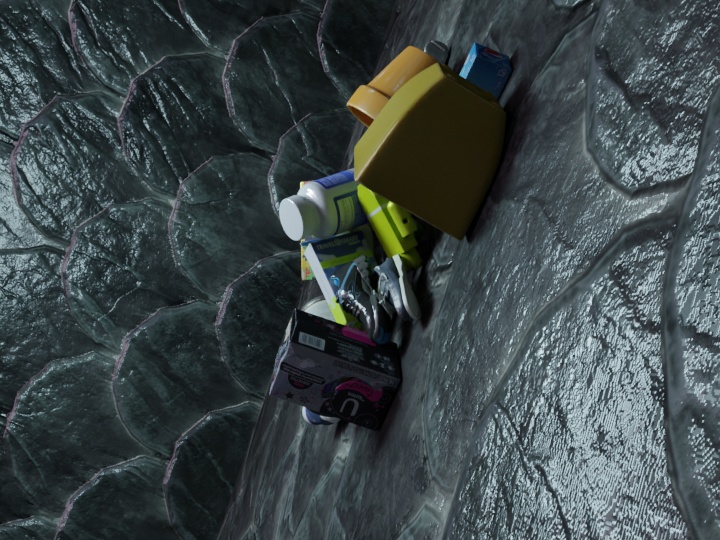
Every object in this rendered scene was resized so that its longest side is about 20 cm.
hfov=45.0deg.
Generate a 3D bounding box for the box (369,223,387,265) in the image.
[{"bbox_3d":[0.018,-0.049,1.862,0.162,0.049,0.202,122,141,-47],"label":"box"}]

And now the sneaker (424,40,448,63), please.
[{"bbox_3d":[0.161,-0.448,2.045,0.081,0.070,0.202,106,-176,-55],"label":"sneaker"}]

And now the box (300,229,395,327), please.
[{"bbox_3d":[-0.023,0.008,1.676,0.201,0.121,0.048,64,149,19],"label":"box"}]

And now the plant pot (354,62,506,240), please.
[{"bbox_3d":[0.120,-0.205,1.361,0.201,0.194,0.195,-58,12,20],"label":"plant pot"}]

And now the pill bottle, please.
[{"bbox_3d":[-0.054,-0.125,1.679,0.112,0.199,0.113,32,133,43],"label":"pill bottle"}]

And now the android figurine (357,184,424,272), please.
[{"bbox_3d":[0.052,-0.090,1.594,0.041,0.201,0.182,-27,-1,-12],"label":"android figurine"}]

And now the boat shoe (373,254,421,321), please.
[{"bbox_3d":[0.057,0.034,1.489,0.061,0.075,0.201,-24,29,6],"label":"boat shoe"}]

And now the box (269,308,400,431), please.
[{"bbox_3d":[-0.044,0.171,1.495,0.132,0.198,0.116,-89,20,-67],"label":"box"}]

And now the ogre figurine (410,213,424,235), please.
[{"bbox_3d":[0.093,-0.153,1.664,0.201,0.097,0.121,59,-142,-43],"label":"ogre figurine"}]

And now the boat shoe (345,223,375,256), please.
[{"bbox_3d":[0.001,-0.001,1.766,0.073,0.063,0.203,-23,75,61],"label":"boat shoe"}]

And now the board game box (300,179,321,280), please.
[{"bbox_3d":[-0.068,-0.079,1.816,0.165,0.056,0.203,1,-93,-71],"label":"board game box"}]

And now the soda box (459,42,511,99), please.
[{"bbox_3d":[0.184,-0.279,1.488,0.064,0.067,0.201,-84,16,-57],"label":"soda box"}]

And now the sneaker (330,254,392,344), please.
[{"bbox_3d":[0.002,0.063,1.562,0.201,0.081,0.073,-107,-8,-46],"label":"sneaker"}]

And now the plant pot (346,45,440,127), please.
[{"bbox_3d":[0.101,-0.374,1.888,0.184,0.199,0.200,-54,9,1],"label":"plant pot"}]

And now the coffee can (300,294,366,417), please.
[{"bbox_3d":[-0.053,0.163,1.692,0.201,0.145,0.147,-94,25,-57],"label":"coffee can"}]

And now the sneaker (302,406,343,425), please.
[{"bbox_3d":[-0.051,0.223,1.813,0.146,0.080,0.202,-26,46,54],"label":"sneaker"}]
